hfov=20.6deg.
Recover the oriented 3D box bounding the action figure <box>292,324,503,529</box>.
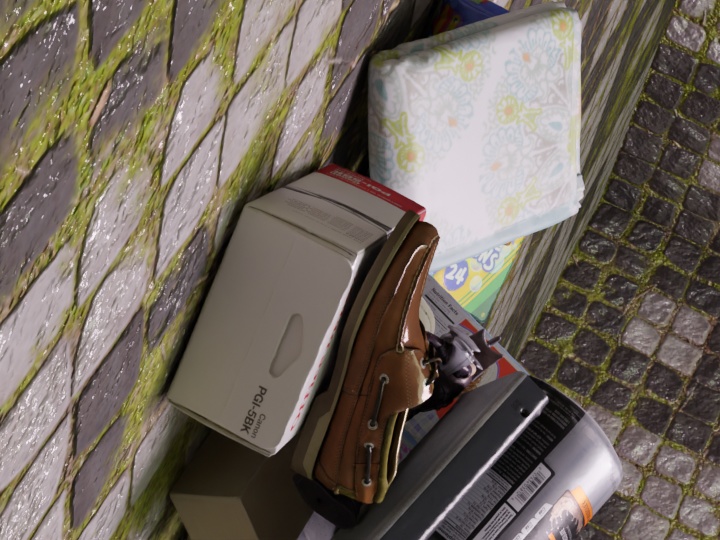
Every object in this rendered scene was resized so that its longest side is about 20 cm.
[{"bbox_3d":[0.028,0.094,1.417,0.130,0.069,0.200,-50,176,41],"label":"action figure"}]

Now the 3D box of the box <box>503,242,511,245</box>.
[{"bbox_3d":[0.087,-0.090,1.636,0.200,0.041,0.120,15,-99,65],"label":"box"}]

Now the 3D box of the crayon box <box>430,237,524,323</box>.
[{"bbox_3d":[0.101,-0.070,1.776,0.125,0.051,0.201,30,83,-42],"label":"crayon box"}]

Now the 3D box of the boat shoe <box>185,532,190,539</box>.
[{"bbox_3d":[-0.099,0.220,1.552,0.074,0.066,0.201,-57,168,-42],"label":"boat shoe"}]

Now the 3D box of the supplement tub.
[{"bbox_3d":[0.093,0.185,1.486,0.200,0.122,0.123,-45,165,-17],"label":"supplement tub"}]

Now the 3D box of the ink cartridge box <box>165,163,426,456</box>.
[{"bbox_3d":[-0.039,0.020,1.312,0.148,0.082,0.200,-66,171,15],"label":"ink cartridge box"}]

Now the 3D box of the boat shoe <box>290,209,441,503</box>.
[{"bbox_3d":[0.021,0.058,1.268,0.072,0.068,0.201,-46,159,-59],"label":"boat shoe"}]

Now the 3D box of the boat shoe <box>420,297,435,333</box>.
[{"bbox_3d":[0.002,-0.002,1.526,0.075,0.066,0.200,-49,145,-12],"label":"boat shoe"}]

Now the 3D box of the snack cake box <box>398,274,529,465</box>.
[{"bbox_3d":[0.060,0.096,1.629,0.115,0.200,0.067,-35,159,-23],"label":"snack cake box"}]

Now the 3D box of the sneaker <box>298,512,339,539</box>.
[{"bbox_3d":[-0.021,0.193,1.667,0.075,0.115,0.201,113,-8,-47],"label":"sneaker"}]

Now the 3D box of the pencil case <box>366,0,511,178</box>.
[{"bbox_3d":[0.068,-0.121,1.550,0.087,0.078,0.201,12,107,-46],"label":"pencil case"}]

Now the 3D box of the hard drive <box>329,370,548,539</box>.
[{"bbox_3d":[0.037,0.158,1.370,0.200,0.033,0.140,-46,-177,-18],"label":"hard drive"}]

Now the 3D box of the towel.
[{"bbox_3d":[0.086,-0.099,1.469,0.199,0.048,0.172,-21,119,-34],"label":"towel"}]

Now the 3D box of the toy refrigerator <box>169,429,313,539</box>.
[{"bbox_3d":[-0.060,0.126,1.462,0.200,0.070,0.076,-56,135,-42],"label":"toy refrigerator"}]
